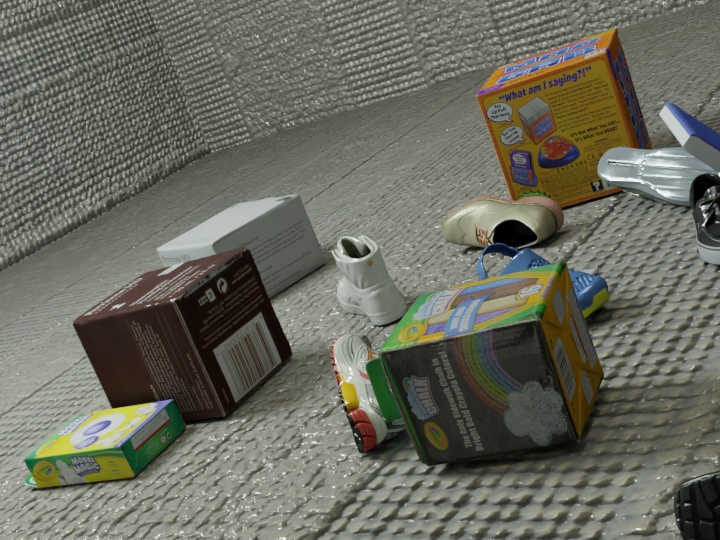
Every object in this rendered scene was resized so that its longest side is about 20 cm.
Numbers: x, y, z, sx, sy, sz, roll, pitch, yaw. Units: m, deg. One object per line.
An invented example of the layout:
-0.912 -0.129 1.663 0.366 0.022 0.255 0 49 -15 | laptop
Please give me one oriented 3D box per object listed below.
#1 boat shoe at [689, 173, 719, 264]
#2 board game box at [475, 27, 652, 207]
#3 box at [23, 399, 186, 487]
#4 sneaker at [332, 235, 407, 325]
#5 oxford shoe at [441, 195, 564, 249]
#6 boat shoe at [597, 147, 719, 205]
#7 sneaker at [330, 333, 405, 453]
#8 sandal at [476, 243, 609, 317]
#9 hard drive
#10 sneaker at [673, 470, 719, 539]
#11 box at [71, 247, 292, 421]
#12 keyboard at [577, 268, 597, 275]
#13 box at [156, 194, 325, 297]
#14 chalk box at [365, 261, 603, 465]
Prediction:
0.409 -0.066 1.248 0.069 0.067 0.200 -17 16 18 | boat shoe
0.315 -0.225 1.668 0.198 0.202 0.200 -15 16 23 | board game box
-0.329 0.218 1.379 0.198 0.049 0.117 -15 16 33 | box
0.000 0.000 1.521 0.073 0.117 0.200 -28 14 -14 | sneaker
0.186 -0.062 1.554 0.199 0.071 0.074 -8 23 43 | oxford shoe
0.406 -0.124 1.457 0.199 0.062 0.073 23 90 52 | boat shoe
0.019 0.123 1.169 0.081 0.079 0.200 -19 24 -2 | sneaker
0.195 0.015 1.245 0.079 0.088 0.199 -30 18 -33 | sandal
0.449 -0.151 1.385 0.025 0.131 0.200 -56 4 20 | hard drive
0.302 0.149 0.691 0.198 0.077 0.087 -8 6 33 | sneaker
-0.232 0.090 1.445 0.198 0.166 0.166 -12 18 35 | box
0.197 0.022 1.367 0.199 0.011 0.056 -8 15 42 | keyboard
-0.203 -0.026 1.873 0.199 0.132 0.198 -32 17 -33 | box
0.103 0.090 1.013 0.198 0.126 0.124 -13 18 28 | chalk box
